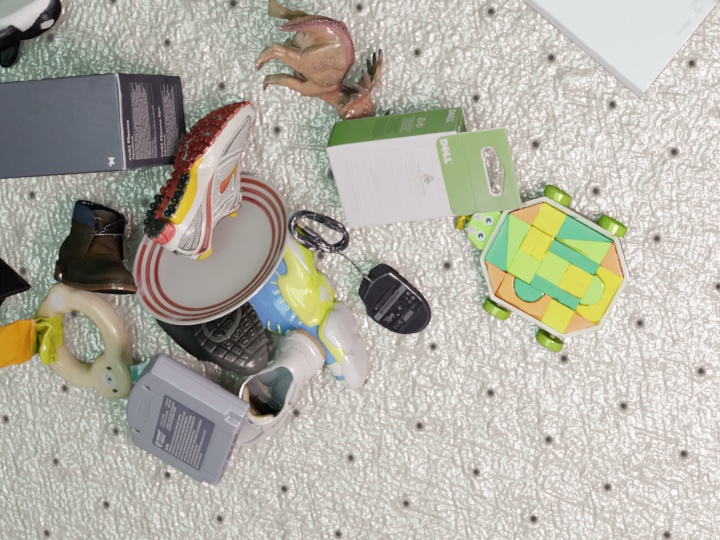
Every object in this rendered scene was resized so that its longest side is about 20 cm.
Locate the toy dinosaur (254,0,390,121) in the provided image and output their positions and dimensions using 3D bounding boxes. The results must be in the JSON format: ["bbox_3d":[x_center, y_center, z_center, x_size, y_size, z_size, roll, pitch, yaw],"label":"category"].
[{"bbox_3d":[-0.034,-0.227,1.421,0.134,0.200,0.087,11,70,11],"label":"toy dinosaur"}]

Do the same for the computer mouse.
[{"bbox_3d":[0.000,0.000,1.475,0.200,0.034,0.059,42,102,-15],"label":"computer mouse"}]

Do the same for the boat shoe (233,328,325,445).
[{"bbox_3d":[-0.112,0.143,1.495,0.071,0.069,0.201,39,132,4],"label":"boat shoe"}]

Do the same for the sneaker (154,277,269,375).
[{"bbox_3d":[-0.167,0.069,1.504,0.199,0.076,0.091,33,151,40],"label":"sneaker"}]

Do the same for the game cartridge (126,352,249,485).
[{"bbox_3d":[-0.201,0.169,1.507,0.132,0.041,0.201,26,146,0],"label":"game cartridge"}]

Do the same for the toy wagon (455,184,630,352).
[{"bbox_3d":[0.190,-0.013,1.447,0.198,0.040,0.157,30,103,8],"label":"toy wagon"}]

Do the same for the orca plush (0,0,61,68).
[{"bbox_3d":[-0.431,-0.257,1.549,0.199,0.105,0.072,-35,128,-13],"label":"orca plush"}]

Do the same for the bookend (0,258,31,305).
[{"bbox_3d":[-0.543,0.035,1.610,0.198,0.092,0.201,41,106,5],"label":"bookend"}]

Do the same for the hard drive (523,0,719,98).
[{"bbox_3d":[0.261,-0.297,1.399,0.200,0.026,0.132,41,105,6],"label":"hard drive"}]

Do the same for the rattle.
[{"bbox_3d":[-0.318,0.114,1.540,0.200,0.143,0.130,43,106,6],"label":"rattle"}]

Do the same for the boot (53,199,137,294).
[{"bbox_3d":[-0.299,-0.027,1.507,0.074,0.199,0.098,8,92,-31],"label":"boot"}]

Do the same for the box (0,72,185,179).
[{"bbox_3d":[-0.318,-0.161,1.481,0.197,0.182,0.106,-3,97,14],"label":"box"}]

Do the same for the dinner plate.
[{"bbox_3d":[-0.165,-0.021,1.491,0.197,0.024,0.202,-13,53,17],"label":"dinner plate"}]

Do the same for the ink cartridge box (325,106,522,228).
[{"bbox_3d":[0.071,-0.113,1.435,0.197,0.060,0.105,-6,123,15],"label":"ink cartridge box"}]

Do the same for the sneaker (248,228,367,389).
[{"bbox_3d":[-0.071,0.055,1.508,0.104,0.076,0.202,-28,83,19],"label":"sneaker"}]

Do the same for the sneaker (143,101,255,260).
[{"bbox_3d":[-0.168,-0.102,1.486,0.077,0.082,0.202,0,58,50],"label":"sneaker"}]
